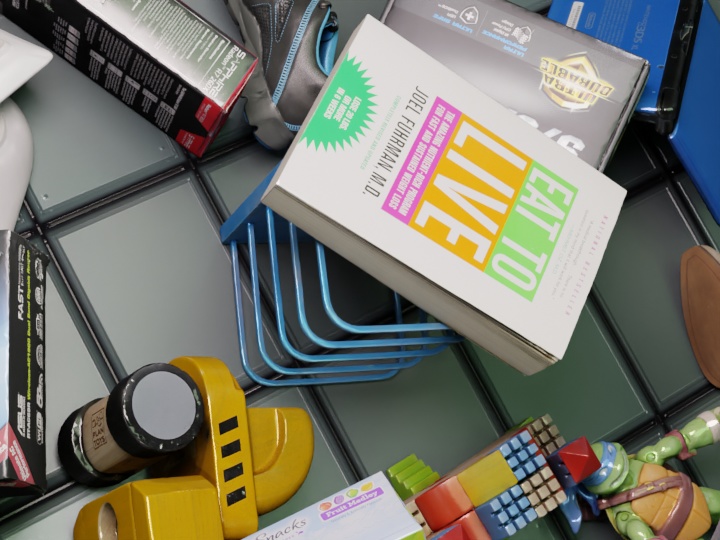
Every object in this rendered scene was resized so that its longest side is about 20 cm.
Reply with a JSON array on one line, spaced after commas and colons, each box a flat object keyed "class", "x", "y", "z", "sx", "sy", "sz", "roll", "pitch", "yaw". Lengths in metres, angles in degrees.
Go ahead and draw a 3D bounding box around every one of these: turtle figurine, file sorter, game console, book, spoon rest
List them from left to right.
[{"class": "spoon rest", "x": -0.262, "y": -0.045, "z": 0.995, "sx": 0.098, "sy": 0.061, "sz": 0.202, "roll": -6, "pitch": 62, "yaw": -23}, {"class": "file sorter", "x": 0.000, "y": 0.000, "z": 0.994, "sx": 0.137, "sy": 0.200, "sz": 0.124, "roll": -1, "pitch": 77, "yaw": -21}, {"class": "book", "x": 0.055, "y": -0.046, "z": 0.897, "sx": 0.199, "sy": 0.048, "sz": 0.134, "roll": 32, "pitch": 66, "yaw": -10}, {"class": "game console", "x": 0.232, "y": -0.148, "z": 1.198, "sx": 0.169, "sy": 0.119, "sz": 0.201, "roll": 9, "pitch": 44, "yaw": 14}, {"class": "turtle figurine", "x": 0.263, "y": 0.170, "z": 1.049, "sx": 0.194, "sy": 0.200, "sz": 0.144, "roll": 38, "pitch": 22, "yaw": -27}]

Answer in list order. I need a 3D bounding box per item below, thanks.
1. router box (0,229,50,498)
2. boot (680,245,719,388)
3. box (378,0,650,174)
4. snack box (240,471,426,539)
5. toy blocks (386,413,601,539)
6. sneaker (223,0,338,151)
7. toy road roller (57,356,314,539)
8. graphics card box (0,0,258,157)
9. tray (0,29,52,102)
[{"class": "router box", "x": -0.290, "y": 0.065, "z": 0.889, "sx": 0.198, "sy": 0.062, "sz": 0.151, "roll": -7, "pitch": 72, "yaw": 8}, {"class": "boot", "x": 0.349, "y": 0.064, "z": 1.182, "sx": 0.145, "sy": 0.070, "sz": 0.202, "roll": -12, "pitch": 78, "yaw": -30}, {"class": "box", "x": 0.092, "y": -0.116, "z": 1.086, "sx": 0.199, "sy": 0.046, "sz": 0.160, "roll": 26, "pitch": 87, "yaw": 11}, {"class": "snack box", "x": -0.026, "y": 0.241, "z": 0.859, "sx": 0.167, "sy": 0.068, "sz": 0.201, "roll": -23, "pitch": 123, "yaw": -13}, {"class": "toy blocks", "x": 0.085, "y": 0.156, "z": 1.006, "sx": 0.199, "sy": 0.137, "sz": 0.100, "roll": -29, "pitch": 84, "yaw": -26}, {"class": "sneaker", "x": -0.056, "y": -0.192, "z": 1.089, "sx": 0.081, "sy": 0.073, "sz": 0.202, "roll": -18, "pitch": 80, "yaw": 16}, {"class": "toy road roller", "x": -0.102, "y": 0.155, "z": 0.948, "sx": 0.145, "sy": 0.123, "sz": 0.202, "roll": 2, "pitch": 71, "yaw": -32}, {"class": "graphics card box", "x": -0.171, "y": -0.169, "z": 1.022, "sx": 0.199, "sy": 0.125, "sz": 0.051, "roll": 35, "pitch": 74, "yaw": -6}, {"class": "tray", "x": -0.309, "y": -0.106, "z": 0.975, "sx": 0.107, "sy": 0.022, "sz": 0.200, "roll": 27, "pitch": 59, "yaw": 30}]
